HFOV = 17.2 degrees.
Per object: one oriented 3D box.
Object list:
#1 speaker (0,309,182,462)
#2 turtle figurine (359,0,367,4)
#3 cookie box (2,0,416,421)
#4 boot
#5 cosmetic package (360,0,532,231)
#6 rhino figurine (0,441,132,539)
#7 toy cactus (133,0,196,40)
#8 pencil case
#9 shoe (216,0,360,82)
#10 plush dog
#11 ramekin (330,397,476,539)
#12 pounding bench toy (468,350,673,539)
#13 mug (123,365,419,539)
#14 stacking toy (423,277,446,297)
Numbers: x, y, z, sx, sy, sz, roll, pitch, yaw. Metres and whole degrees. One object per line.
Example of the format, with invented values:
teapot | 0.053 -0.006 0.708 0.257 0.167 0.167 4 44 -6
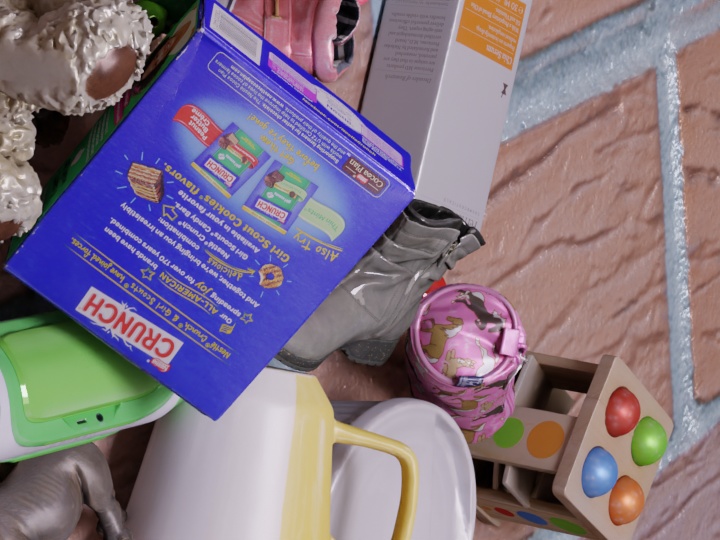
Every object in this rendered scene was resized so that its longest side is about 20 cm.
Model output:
speaker | -0.195 0.069 1.507 0.200 0.088 0.089 -11 106 -52
turtle figurine | -0.012 -0.263 1.680 0.150 0.101 0.200 -33 117 -45
cookie box | -0.094 -0.037 1.465 0.171 0.075 0.200 38 107 -15
boot | 0.000 0.000 1.642 0.131 0.068 0.200 -51 157 19
cosmetic package | 0.059 -0.131 1.818 0.101 0.071 0.200 19 83 -54
rhino figurine | -0.225 0.177 1.509 0.200 0.060 0.088 -40 115 -40
toy cactus | -0.125 -0.173 1.566 0.165 0.102 0.200 -46 131 -64
pencil case | 0.079 0.073 1.810 0.083 0.087 0.200 -26 165 -7
shoe | -0.042 -0.174 1.552 0.200 0.091 0.072 -72 164 -61
plush dog | -0.202 -0.137 1.425 0.200 0.160 0.172 -50 175 33
ramekin | -0.005 0.188 1.780 0.202 0.094 0.203 -14 108 -51
pounding bench toy | 0.179 0.160 1.971 0.200 0.156 0.124 46 61 -48
mug | -0.071 0.142 1.629 0.186 0.149 0.153 11 88 -43
stacking toy | 0.006 -0.004 1.780 0.200 0.085 0.085 37 67 -58
